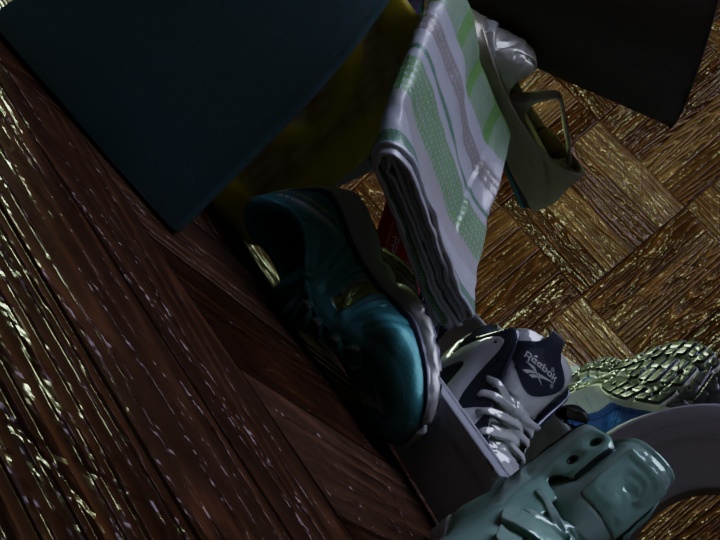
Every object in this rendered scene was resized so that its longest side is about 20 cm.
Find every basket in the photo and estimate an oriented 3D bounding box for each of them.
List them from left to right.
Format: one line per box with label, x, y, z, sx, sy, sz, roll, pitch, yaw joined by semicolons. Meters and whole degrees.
basket;0.168;-0.224;0.924;0.198;0.182;0.136;15;-2;4

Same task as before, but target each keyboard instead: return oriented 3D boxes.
keyboard;0.036;0.091;0.734;0.011;0.057;0.200;14;22;-28

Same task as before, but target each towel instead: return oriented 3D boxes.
towel;0.061;-0.082;0.779;0.201;0.030;0.150;-70;147;-44

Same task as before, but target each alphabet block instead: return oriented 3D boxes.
alphabet block;-0.086;-0.176;0.860;0.195;0.196;0.200;46;5;-39

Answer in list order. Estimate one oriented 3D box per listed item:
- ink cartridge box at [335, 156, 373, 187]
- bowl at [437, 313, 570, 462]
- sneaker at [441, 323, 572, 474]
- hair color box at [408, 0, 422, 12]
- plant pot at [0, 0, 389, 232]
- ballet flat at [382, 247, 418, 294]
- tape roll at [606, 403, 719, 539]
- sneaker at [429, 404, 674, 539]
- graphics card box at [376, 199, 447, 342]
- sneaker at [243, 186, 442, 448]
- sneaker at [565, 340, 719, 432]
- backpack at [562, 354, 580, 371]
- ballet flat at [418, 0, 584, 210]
ink cartridge box;-0.003;-0.113;0.960;0.042;0.199;0.120;53;29;-21
bowl;0.110;0.131;0.956;0.202;0.090;0.201;51;1;-1
sneaker;0.095;0.097;0.795;0.080;0.129;0.199;47;3;-19
hair color box;0.012;-0.263;0.902;0.110;0.065;0.200;51;1;5
plant pot;-0.070;-0.147;0.662;0.142;0.200;0.141;50;3;-12
ballet flat;0.000;0.000;0.881;0.067;0.046;0.200;49;-14;-10
tape roll;0.206;0.182;0.715;0.203;0.202;0.139;50;2;12
sneaker;0.090;0.119;0.538;0.074;0.118;0.200;51;4;-2
graphics card box;0.051;0.018;1.039;0.050;0.127;0.200;12;-16;19
sneaker;-0.016;0.027;0.748;0.079;0.078;0.201;2;45;-39
sneaker;0.218;0.110;0.891;0.090;0.078;0.200;59;-19;-3
backpack;0.201;0.180;1.257;0.201;0.153;0.176;56;-5;-20
ballet flat;0.115;-0.135;0.902;0.201;0.069;0.070;56;-1;-31
